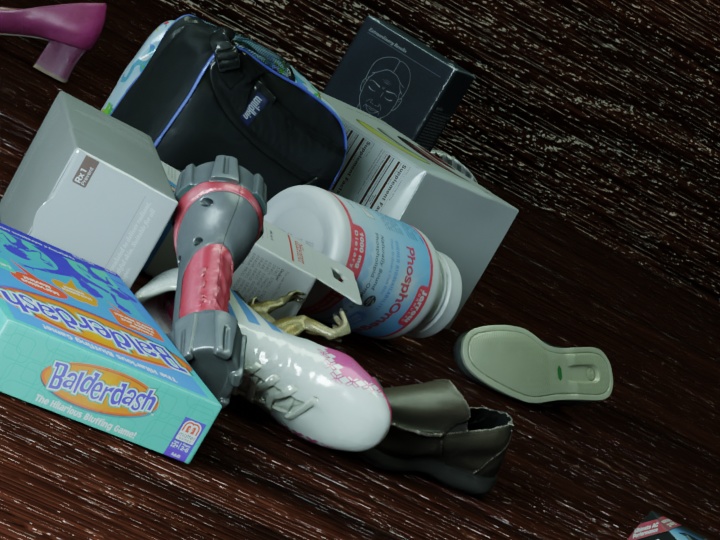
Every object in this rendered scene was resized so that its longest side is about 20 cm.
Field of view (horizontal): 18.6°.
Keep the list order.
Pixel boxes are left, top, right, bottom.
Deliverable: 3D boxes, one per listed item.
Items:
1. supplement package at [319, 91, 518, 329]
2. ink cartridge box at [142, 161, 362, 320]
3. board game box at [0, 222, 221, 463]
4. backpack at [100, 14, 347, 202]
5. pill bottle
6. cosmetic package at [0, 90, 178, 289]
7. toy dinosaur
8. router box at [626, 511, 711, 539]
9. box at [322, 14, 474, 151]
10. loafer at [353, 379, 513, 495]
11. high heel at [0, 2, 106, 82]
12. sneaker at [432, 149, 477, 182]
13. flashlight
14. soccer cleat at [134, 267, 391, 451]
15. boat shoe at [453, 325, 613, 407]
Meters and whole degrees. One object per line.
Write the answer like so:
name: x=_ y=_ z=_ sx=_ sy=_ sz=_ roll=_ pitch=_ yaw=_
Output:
supplement package: x=0.009 y=-0.065 z=2.204 sx=0.200 sy=0.147 sz=0.191 roll=36 pitch=10 yaw=32
ink cartridge box: x=-0.103 y=-0.008 z=1.767 sx=0.200 sy=0.068 sz=0.116 roll=29 pitch=11 yaw=-10
board game box: x=-0.187 y=0.031 z=1.336 sx=0.152 sy=0.045 sz=0.200 roll=25 pitch=11 yaw=-34
backpack: x=-0.123 y=-0.117 z=1.937 sx=0.200 sy=0.183 sz=0.147 roll=27 pitch=10 yaw=-41
pill bottle: x=0.000 y=0.000 z=1.939 sx=0.109 sy=0.109 sz=0.200 roll=38 pitch=12 yaw=39
cosmetic package: x=-0.195 y=-0.047 z=1.551 sx=0.090 sy=0.107 sz=0.200 roll=27 pitch=11 yaw=-19
toy dinosaur: x=-0.062 y=0.054 z=1.650 sx=0.101 sy=0.058 sz=0.200 roll=-2 pitch=27 yaw=-39
router box: x=0.297 y=0.265 z=1.604 sx=0.200 sy=0.062 sz=0.150 roll=27 pitch=11 yaw=-27
box: x=0.034 y=-0.220 z=2.987 sx=0.148 sy=0.200 sz=0.107 roll=34 pitch=9 yaw=15
loafer: x=0.038 y=0.105 z=1.600 sx=0.200 sy=0.071 sz=0.073 roll=22 pitch=13 yaw=-48
high heel: x=-0.370 y=-0.286 z=2.322 sx=0.200 sy=0.096 sz=0.067 roll=29 pitch=9 yaw=-18
sneaker: x=0.083 y=-0.155 z=3.191 sx=0.200 sy=0.075 sz=0.082 roll=29 pitch=11 yaw=-10
flashlight: x=-0.096 y=0.005 z=1.444 sx=0.200 sy=0.068 sz=0.068 roll=-91 pitch=165 yaw=-54
soccer cleat: x=-0.074 y=0.067 z=1.493 sx=0.200 sy=0.070 sz=0.086 roll=32 pitch=24 yaw=21
boat shoe: x=0.157 y=0.098 z=2.129 sx=0.200 sy=0.072 sz=0.068 roll=14 pitch=-18 yaw=-42
